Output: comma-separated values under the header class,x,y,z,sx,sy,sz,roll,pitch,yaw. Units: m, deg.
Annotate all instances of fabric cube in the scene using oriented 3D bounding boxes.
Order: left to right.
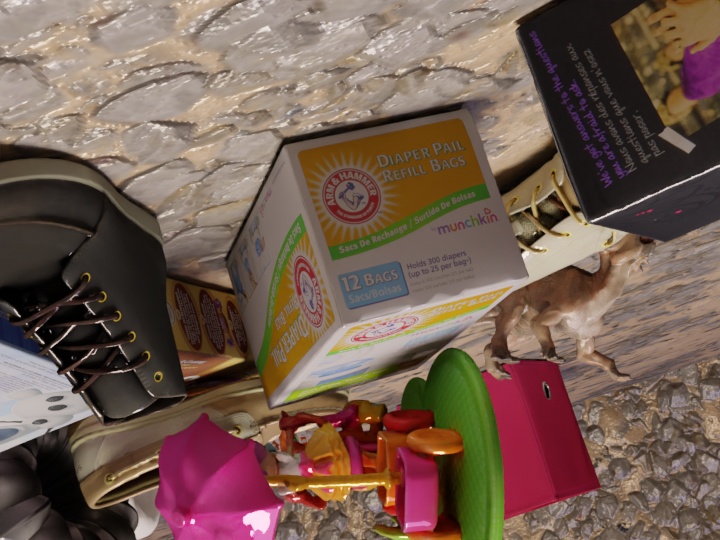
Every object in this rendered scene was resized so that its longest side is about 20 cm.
class,x,y,z,sx,sy,sz,roll,pitch,yaw
fabric cube,0.203,0.257,1.813,0.200,0.200,0.196,-25,164,26

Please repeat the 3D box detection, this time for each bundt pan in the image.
class,x,y,z,sx,sy,sz,roll,pitch,yaw
bundt pan,-0.228,0.161,0.877,0.076,0.202,0.202,-30,164,14

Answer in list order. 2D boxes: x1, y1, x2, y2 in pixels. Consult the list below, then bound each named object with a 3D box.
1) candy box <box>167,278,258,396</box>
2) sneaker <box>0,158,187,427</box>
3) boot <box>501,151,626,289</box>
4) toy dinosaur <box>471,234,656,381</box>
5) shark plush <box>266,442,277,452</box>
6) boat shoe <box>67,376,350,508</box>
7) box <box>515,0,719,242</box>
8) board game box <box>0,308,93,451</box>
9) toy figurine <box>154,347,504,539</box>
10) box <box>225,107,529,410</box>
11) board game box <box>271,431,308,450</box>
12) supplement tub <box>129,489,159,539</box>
class,x,y,z,sx,sy,sz,roll,pitch,yaw
candy box,-0.143,0.056,0.862,0.116,0.057,0.200,-21,168,15
sneaker,-0.137,0.016,0.598,0.075,0.107,0.200,-22,166,14
boot,0.109,-0.029,0.799,0.154,0.072,0.200,-26,170,8
toy dinosaur,0.156,0.017,1.031,0.199,0.136,0.086,-3,161,26
shark plush,-0.137,0.123,1.028,0.091,0.083,0.200,-30,-157,-10
boat shoe,-0.101,0.121,0.870,0.199,0.067,0.074,-12,158,0
box,0.194,-0.100,0.576,0.200,0.106,0.122,-25,165,27
board game box,-0.262,0.064,0.689,0.199,0.044,0.200,-23,154,15
toy figurine,-0.032,0.120,0.752,0.183,0.151,0.200,-1,-172,-13
box,0.000,0.000,0.726,0.112,0.102,0.200,-14,166,-20
board game box,-0.174,0.243,1.608,0.126,0.035,0.200,-26,165,33
supplement tub,-0.282,0.190,1.050,0.199,0.132,0.132,-20,167,4
